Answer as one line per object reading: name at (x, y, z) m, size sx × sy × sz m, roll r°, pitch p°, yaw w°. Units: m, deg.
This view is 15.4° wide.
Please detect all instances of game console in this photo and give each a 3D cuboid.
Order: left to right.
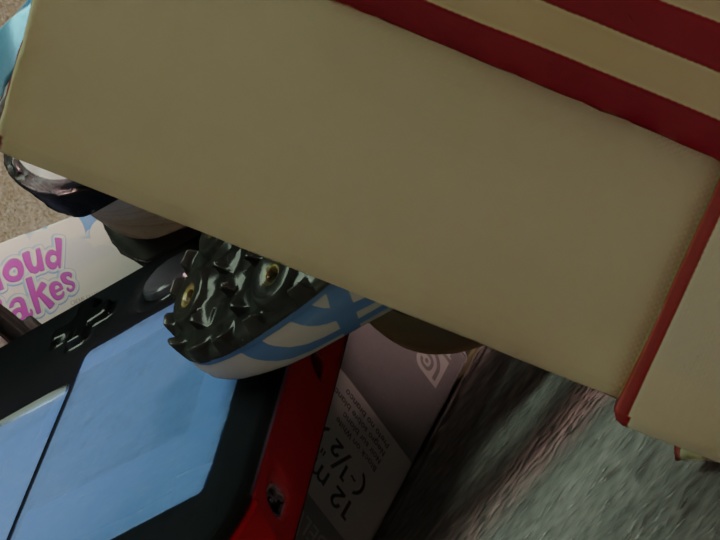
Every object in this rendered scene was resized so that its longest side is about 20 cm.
game console at (-0.084, 0.061, 0.750) m, size 0.176 × 0.031 × 0.200 m, roll -24°, pitch 25°, yaw 23°

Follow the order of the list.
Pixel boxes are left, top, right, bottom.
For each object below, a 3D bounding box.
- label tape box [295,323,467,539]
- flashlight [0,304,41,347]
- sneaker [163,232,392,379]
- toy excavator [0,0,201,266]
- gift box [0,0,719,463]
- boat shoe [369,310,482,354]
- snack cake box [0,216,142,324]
label tape box at (-0.070, 0.084, 0.808) m, size 0.143 × 0.066 × 0.200 m, roll -19°, pitch 26°, yaw 39°
flashlight at (-0.185, 0.093, 0.937) m, size 0.200 × 0.068 × 0.068 m, roll -49°, pitch 51°, yaw 9°
sneaker at (0.037, -0.027, 0.683) m, size 0.200 × 0.072 × 0.072 m, roll -34°, pitch 36°, yaw 14°
toy excavator at (-0.034, -0.125, 0.828) m, size 0.194 × 0.201 × 0.100 m, roll -24°, pitch -22°, yaw 14°
gift box at (0.053, -0.079, 0.528) m, size 0.185 × 0.186 × 0.200 m, roll -65°, pitch -5°, yaw -53°
boat shoe at (0.074, -0.057, 0.746) m, size 0.200 × 0.072 × 0.065 m, roll -49°, pitch -2°, yaw 9°
snack cake box at (-0.101, 0.033, 1.070) m, size 0.115 × 0.067 × 0.200 m, roll -19°, pitch -12°, yaw -7°
